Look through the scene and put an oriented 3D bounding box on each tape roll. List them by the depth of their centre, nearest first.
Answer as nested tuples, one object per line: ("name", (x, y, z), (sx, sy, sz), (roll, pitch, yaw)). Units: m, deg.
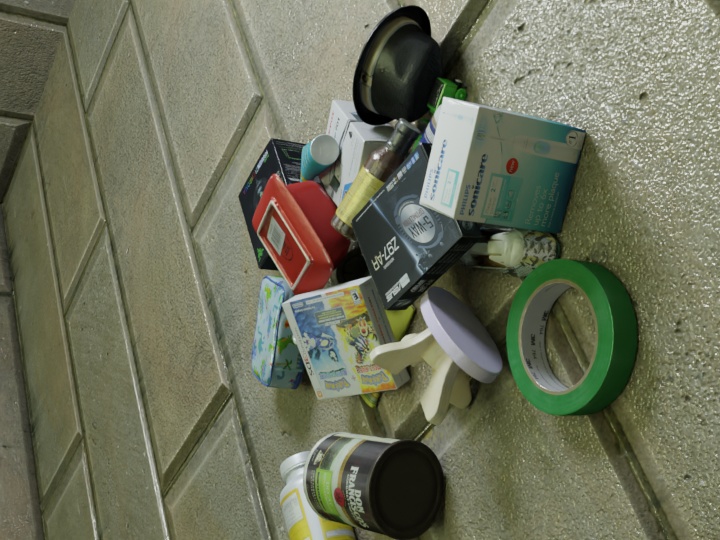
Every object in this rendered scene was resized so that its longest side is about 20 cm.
("tape roll", (0.275, 0.088, 1.347), (0.199, 0.047, 0.205), (-13, 74, 55))

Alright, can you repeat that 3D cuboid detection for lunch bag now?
("lunch bag", (-0.152, 0.115, 1.956), (0.160, 0.081, 0.204), (-158, 75, -65))

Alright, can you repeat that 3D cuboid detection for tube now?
("tube", (-0.082, -0.195, 1.786), (0.200, 0.049, 0.079), (164, 115, -76))

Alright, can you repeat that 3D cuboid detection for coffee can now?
("coffee can", (0.018, 0.337, 1.617), (0.199, 0.144, 0.150), (-7, 79, 57))

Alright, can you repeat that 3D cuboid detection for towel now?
("towel", (0.037, 0.128, 1.738), (0.086, 0.018, 0.203), (46, 122, 44))

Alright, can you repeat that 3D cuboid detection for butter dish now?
("butter dish", (-0.080, -0.070, 1.790), (0.201, 0.146, 0.200), (56, 152, 11))

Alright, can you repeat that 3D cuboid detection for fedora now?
("fedora", (0.076, -0.311, 1.620), (0.091, 0.199, 0.203), (35, 116, 30))

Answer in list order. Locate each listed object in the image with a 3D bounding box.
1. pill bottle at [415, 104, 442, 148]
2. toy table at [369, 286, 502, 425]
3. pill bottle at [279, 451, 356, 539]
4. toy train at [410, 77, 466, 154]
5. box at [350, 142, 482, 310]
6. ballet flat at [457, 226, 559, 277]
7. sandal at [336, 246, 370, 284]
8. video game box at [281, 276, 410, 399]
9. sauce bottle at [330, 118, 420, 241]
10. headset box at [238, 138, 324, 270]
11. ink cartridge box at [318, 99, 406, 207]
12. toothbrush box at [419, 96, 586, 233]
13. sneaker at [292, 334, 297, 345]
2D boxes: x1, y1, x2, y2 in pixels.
("pill bottle", (0.122, -0.143, 1.558), (0.202, 0.109, 0.112), (-61, 40, 31))
("toy table", (0.116, 0.124, 1.484), (0.118, 0.182, 0.201), (-51, 17, 20))
("pill bottle", (-0.078, 0.425, 1.782), (0.112, 0.110, 0.202), (-52, 45, 39))
("toy train", (0.113, -0.211, 1.632), (0.042, 0.056, 0.203), (45, 122, 49))
("box", (0.077, -0.061, 1.494), (0.200, 0.043, 0.162), (-45, 57, 42))
("ballet flat", (0.196, -0.029, 1.467), (0.199, 0.071, 0.074), (5, 89, 57))
("sandal", (0.000, -0.001, 1.764), (0.200, 0.056, 0.082), (-172, 89, -66))
("video game box", (-0.028, 0.118, 1.716), (0.198, 0.047, 0.185), (-15, 101, 44))
("sauce bottle", (0.027, -0.142, 1.604), (0.202, 0.064, 0.065), (-58, 41, 18))
("headset box", (-0.147, -0.119, 1.983), (0.175, 0.091, 0.203), (-52, 45, 40))
("ink cartridge box", (0.001, -0.185, 1.731), (0.201, 0.084, 0.149), (-124, 41, -56))
("toothbrush box", (0.191, -0.139, 1.371), (0.085, 0.197, 0.149), (28, 108, 54))
("sneaker", (-0.057, 0.101, 1.812), (0.200, 0.085, 0.076), (-40, 47, 49))
